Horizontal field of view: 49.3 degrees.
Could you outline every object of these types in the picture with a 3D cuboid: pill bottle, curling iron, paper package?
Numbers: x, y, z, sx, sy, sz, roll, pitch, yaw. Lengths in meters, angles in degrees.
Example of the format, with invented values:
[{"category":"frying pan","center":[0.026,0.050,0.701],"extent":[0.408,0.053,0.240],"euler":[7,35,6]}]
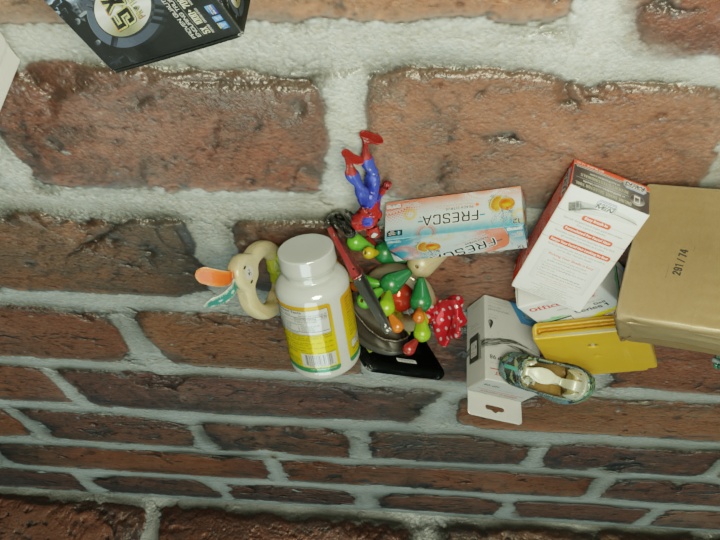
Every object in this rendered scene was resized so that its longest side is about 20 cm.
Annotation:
[{"category":"pill bottle","center":[-0.066,0.052,1.173],"extent":[0.112,0.113,0.201],"euler":[-2,123,11]},{"category":"curling iron","center":[0.000,0.000,1.151],"extent":[0.049,0.201,0.026],"euler":[-26,173,35]},{"category":"paper package","center":[0.449,0.003,1.025],"extent":[0.190,0.201,0.103],"euler":[9,161,29]}]

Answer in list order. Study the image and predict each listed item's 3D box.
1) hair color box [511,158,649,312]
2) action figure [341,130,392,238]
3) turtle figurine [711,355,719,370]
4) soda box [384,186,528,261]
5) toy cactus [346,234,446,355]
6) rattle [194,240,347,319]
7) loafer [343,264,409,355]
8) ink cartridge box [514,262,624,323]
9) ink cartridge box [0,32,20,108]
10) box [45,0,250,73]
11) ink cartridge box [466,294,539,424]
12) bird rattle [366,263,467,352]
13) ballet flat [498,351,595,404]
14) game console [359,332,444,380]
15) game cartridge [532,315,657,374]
[{"category":"hair color box","center":[0.299,-0.043,1.080],"extent":[0.110,0.064,0.201],"euler":[22,137,0]},{"category":"action figure","center":[0.011,-0.103,1.078],"extent":[0.052,0.066,0.200],"euler":[29,156,18]},{"category":"turtle figurine","center":[0.630,0.103,1.330],"extent":[0.199,0.101,0.150],"euler":[17,137,9]},{"category":"soda box","center":[0.137,-0.065,1.122],"extent":[0.199,0.069,0.064],"euler":[-6,149,16]},{"category":"toy cactus","center":[0.066,0.014,1.213],"extent":[0.165,0.200,0.102],"euler":[-35,166,-12]},{"category":"rattle","center":[-0.135,0.019,1.200],"extent":[0.142,0.131,0.200],"euler":[19,-178,25]},{"category":"loafer","center":[0.005,0.061,1.275],"extent":[0.073,0.200,0.072],"euler":[-20,142,-50]},{"category":"ink cartridge box","center":[0.362,0.045,1.274],"extent":[0.144,0.084,0.200],"euler":[-19,144,36]},{"category":"ink cartridge box","center":[-0.512,-0.222,0.850],"extent":[0.199,0.148,0.145],"euler":[-1,150,9]},{"category":"box","center":[-0.221,-0.299,0.737],"extent":[0.163,0.087,0.200],"euler":[-8,149,22]},{"category":"ink cartridge box","center":[0.250,0.156,1.369],"extent":[0.115,0.201,0.067],"euler":[15,150,-19]},{"category":"bird rattle","center":[0.075,0.062,1.312],"extent":[0.199,0.113,0.163],"euler":[-12,118,46]},{"category":"ballet flat","center":[0.326,0.185,1.308],"extent":[0.199,0.075,0.074],"euler":[13,150,-22]},{"category":"game console","center":[0.027,0.160,1.466],"extent":[0.199,0.176,0.117],"euler":[12,125,-40]},{"category":"game cartridge","center":[0.395,0.128,1.309],"extent":[0.175,0.033,0.200],"euler":[-8,153,22]}]
